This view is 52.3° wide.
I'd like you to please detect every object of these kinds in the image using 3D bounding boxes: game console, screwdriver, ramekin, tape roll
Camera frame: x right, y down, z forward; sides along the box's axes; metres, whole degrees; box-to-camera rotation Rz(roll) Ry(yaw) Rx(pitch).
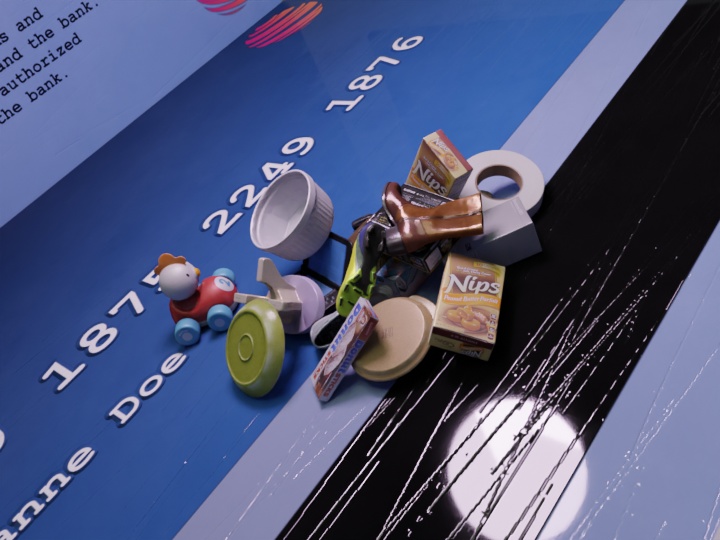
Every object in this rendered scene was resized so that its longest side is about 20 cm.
[{"bbox_3d":[-0.115,0.002,1.671,0.171,0.120,0.199,-35,34,-21],"label":"game console"},{"bbox_3d":[0.070,-0.142,1.816,0.197,0.029,0.028,-17,35,10],"label":"screwdriver"},{"bbox_3d":[-0.151,-0.119,1.690,0.198,0.105,0.203,-25,51,34],"label":"ramekin"},{"bbox_3d":[0.306,-0.184,1.625,0.199,0.037,0.205,-3,54,4],"label":"tape roll"}]

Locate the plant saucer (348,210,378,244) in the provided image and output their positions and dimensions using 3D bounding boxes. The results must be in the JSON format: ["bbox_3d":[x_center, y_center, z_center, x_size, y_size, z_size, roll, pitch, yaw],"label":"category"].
[{"bbox_3d":[0.016,-0.080,1.695,0.200,0.029,0.200,-42,13,12],"label":"plant saucer"}]

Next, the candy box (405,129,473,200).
[{"bbox_3d":[0.164,-0.196,1.594,0.055,0.201,0.116,-30,72,-22],"label":"candy box"}]

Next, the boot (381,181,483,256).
[{"bbox_3d":[0.144,-0.128,1.470,0.197,0.069,0.190,-16,43,14],"label":"boot"}]

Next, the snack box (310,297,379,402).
[{"bbox_3d":[-0.032,0.153,1.417,0.202,0.024,0.072,-58,29,16],"label":"snack box"}]

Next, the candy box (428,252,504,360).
[{"bbox_3d":[0.202,0.064,1.378,0.114,0.056,0.202,15,46,4],"label":"candy box"}]

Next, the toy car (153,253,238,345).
[{"bbox_3d":[-0.407,0.035,1.765,0.174,0.202,0.186,-22,35,9],"label":"toy car"}]

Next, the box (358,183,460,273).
[{"bbox_3d":[0.116,-0.093,1.537,0.199,0.050,0.160,25,66,43],"label":"box"}]

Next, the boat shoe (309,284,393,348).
[{"bbox_3d":[-0.016,0.102,1.514,0.199,0.071,0.072,-32,16,6],"label":"boat shoe"}]

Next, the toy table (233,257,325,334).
[{"bbox_3d":[-0.180,0.072,1.586,0.198,0.116,0.187,-12,76,47],"label":"toy table"}]

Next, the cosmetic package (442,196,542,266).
[{"bbox_3d":[0.262,-0.059,1.518,0.198,0.091,0.107,-27,36,9],"label":"cosmetic package"}]

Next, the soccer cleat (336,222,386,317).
[{"bbox_3d":[0.001,0.000,1.492,0.203,0.064,0.084,-70,14,-7],"label":"soccer cleat"}]

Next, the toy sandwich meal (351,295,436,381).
[{"bbox_3d":[0.070,0.136,1.428,0.202,0.070,0.208,-18,47,20],"label":"toy sandwich meal"}]

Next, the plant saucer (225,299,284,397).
[{"bbox_3d":[-0.227,0.160,1.518,0.198,0.031,0.204,-9,77,47],"label":"plant saucer"}]

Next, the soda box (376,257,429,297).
[{"bbox_3d":[0.121,-0.025,1.586,0.063,0.069,0.200,12,50,44],"label":"soda box"}]

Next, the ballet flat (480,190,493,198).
[{"bbox_3d":[0.216,-0.160,1.711,0.197,0.069,0.075,1,22,27],"label":"ballet flat"}]

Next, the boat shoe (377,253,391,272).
[{"bbox_3d":[0.101,-0.066,1.652,0.067,0.072,0.201,6,52,32],"label":"boat shoe"}]
